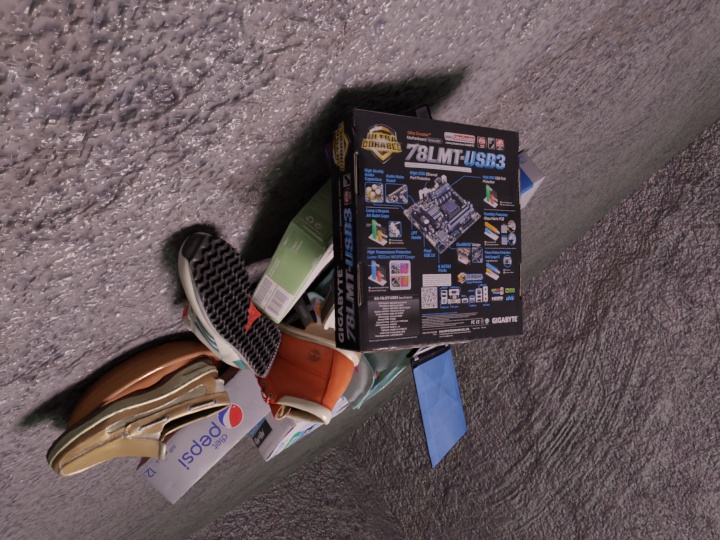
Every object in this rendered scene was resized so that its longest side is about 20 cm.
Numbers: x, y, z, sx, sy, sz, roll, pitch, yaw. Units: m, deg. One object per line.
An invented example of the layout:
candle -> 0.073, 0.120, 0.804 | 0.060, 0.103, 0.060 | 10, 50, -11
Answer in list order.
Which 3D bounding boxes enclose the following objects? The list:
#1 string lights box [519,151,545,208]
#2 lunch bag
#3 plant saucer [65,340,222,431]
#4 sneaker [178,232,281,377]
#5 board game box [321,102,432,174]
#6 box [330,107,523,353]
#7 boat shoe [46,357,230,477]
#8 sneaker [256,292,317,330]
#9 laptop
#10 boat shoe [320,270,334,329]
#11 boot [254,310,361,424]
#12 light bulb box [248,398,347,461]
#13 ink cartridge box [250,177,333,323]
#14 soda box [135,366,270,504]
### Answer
string lights box -> 0.193, -0.099, 0.989 | 0.198, 0.059, 0.103 | -32, 164, -16
lunch bag -> 0.011, 0.073, 0.875 | 0.200, 0.171, 0.122 | -43, 164, 13
plant saucer -> -0.263, 0.147, 0.747 | 0.198, 0.038, 0.201 | -34, 163, -11
sneaker -> -0.151, 0.038, 0.613 | 0.202, 0.091, 0.071 | 70, 35, -51
board game box -> 0.048, -0.046, 0.599 | 0.119, 0.204, 0.032 | -27, -166, -33
box -> 0.067, -0.034, 0.567 | 0.196, 0.204, 0.049 | -2, 178, -33
boat shoe -> -0.236, 0.174, 0.673 | 0.197, 0.077, 0.072 | -29, 163, -23
sneaker -> -0.105, 0.079, 0.823 | 0.077, 0.078, 0.201 | -31, 165, -24
laptop -> 0.143, 0.120, 0.795 | 0.201, 0.116, 0.186 | -50, 163, 16
boat shoe -> 0.002, 0.000, 0.756 | 0.071, 0.061, 0.203 | -2, 139, -42
boot -> -0.104, 0.112, 0.710 | 0.075, 0.195, 0.109 | 62, 43, -55
light bulb box -> -0.105, 0.222, 1.135 | 0.198, 0.126, 0.199 | -25, 161, -37
ink cartridge box -> -0.032, -0.051, 0.674 | 0.201, 0.048, 0.146 | -55, -179, -43
soda box -> -0.192, 0.200, 0.795 | 0.200, 0.068, 0.063 | -44, -167, 2
